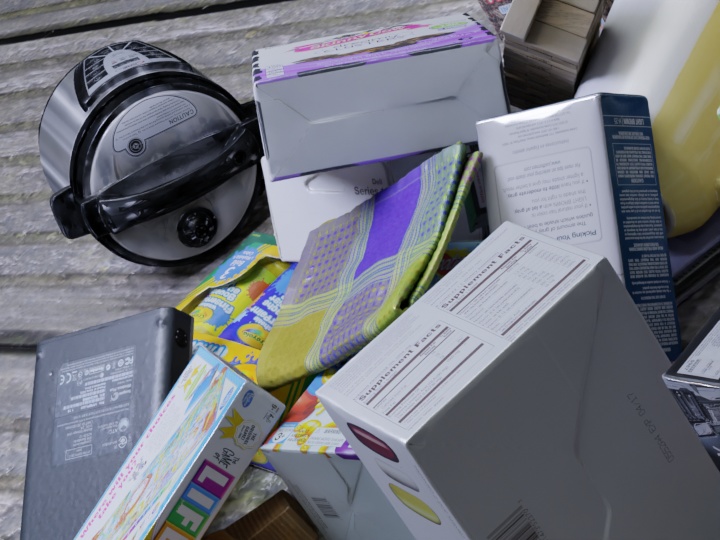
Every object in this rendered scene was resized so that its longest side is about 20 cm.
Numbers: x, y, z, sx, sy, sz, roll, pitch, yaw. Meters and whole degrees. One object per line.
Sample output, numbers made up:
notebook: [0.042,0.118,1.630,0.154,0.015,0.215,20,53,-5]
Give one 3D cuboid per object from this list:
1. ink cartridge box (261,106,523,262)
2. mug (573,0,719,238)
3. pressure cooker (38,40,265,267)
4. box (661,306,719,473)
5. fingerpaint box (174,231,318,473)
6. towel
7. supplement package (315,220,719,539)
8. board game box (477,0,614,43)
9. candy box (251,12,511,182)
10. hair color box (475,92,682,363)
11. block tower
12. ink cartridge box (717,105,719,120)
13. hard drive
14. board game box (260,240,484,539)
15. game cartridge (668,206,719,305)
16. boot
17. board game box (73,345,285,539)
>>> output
ink cartridge box: [0.049,-0.066,1.696,0.199,0.085,0.146,-20,15,-39]
mug: [0.217,-0.105,1.532,0.186,0.149,0.153,-5,46,56]
pressure cooker: [-0.176,-0.097,2.006,0.177,0.178,0.200,-65,26,8]
box: [0.261,0.046,1.203,0.200,0.158,0.050,-47,29,-25]
fingerpaint box: [-0.069,0.057,1.730,0.167,0.073,0.200,-45,28,-20]
towel: [0.000,0.000,1.520,0.200,0.023,0.144,-27,35,56]
supplement package: [0.102,0.104,1.309,0.156,0.200,0.111,-41,27,-14]
board game box: [0.166,-0.248,1.826,0.096,0.200,0.160,-15,33,35]
candy box: [0.010,-0.125,1.619,0.167,0.072,0.200,-11,12,-1]
hair color box: [0.140,-0.005,1.463,0.100,0.201,0.060,-10,-6,40]
block tower: [0.131,-0.151,1.581,0.200,0.058,0.054,61,-130,-78]
ink cartridge box: [0.314,-0.089,1.413,0.084,0.146,0.200,-11,24,40]
hard drive: [-0.186,0.137,1.673,0.139,0.033,0.201,-15,62,34]
board game box: [0.047,0.084,1.516,0.103,0.105,0.200,-2,41,47]
game cartridge: [0.223,-0.036,1.597,0.200,0.038,0.130,-38,30,-7]
boot: [-0.076,0.232,1.467,0.144,0.071,0.201,-41,25,3]
board game box: [-0.133,0.153,1.539,0.201,0.034,0.134,-57,19,-2]
